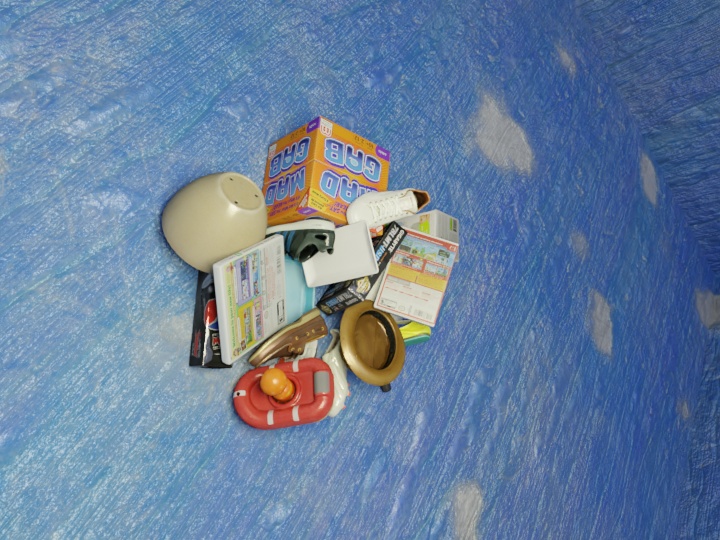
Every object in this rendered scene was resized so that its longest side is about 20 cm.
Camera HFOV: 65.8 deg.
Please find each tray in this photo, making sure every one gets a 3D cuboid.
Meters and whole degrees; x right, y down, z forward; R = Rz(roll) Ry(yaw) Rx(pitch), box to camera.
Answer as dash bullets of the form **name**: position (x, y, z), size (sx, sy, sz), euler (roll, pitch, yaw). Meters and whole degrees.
- **tray**: position (-0.046, -0.032, 1.155), size (0.022, 0.200, 0.108), euler (-16, 92, -51)

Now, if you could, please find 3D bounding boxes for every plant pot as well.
- **plant pot**: position (-0.257, -0.109, 1.061), size (0.200, 0.134, 0.201), euler (25, 43, -26)

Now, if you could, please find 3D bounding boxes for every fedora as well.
- **fedora**: position (0.011, 0.166, 1.244), size (0.200, 0.082, 0.201), euler (22, 53, -33)

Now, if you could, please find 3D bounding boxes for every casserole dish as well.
- **casserole dish**: position (-0.159, 0.054, 1.221), size (0.121, 0.039, 0.201), euler (13, 74, -39)

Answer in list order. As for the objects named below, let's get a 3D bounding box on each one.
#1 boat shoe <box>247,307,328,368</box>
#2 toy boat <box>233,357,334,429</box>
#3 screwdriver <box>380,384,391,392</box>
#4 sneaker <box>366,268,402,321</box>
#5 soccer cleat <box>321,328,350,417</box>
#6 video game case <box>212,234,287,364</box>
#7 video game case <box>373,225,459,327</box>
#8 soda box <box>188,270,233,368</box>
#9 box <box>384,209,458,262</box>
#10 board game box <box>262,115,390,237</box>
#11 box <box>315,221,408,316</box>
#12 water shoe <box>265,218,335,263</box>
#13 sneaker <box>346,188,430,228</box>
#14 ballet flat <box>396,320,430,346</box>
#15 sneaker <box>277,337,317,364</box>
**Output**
- **boat shoe**: position (-0.140, 0.146, 1.137), size (0.200, 0.072, 0.068), euler (-32, 86, -43)
- **toy boat**: position (-0.155, 0.229, 1.077), size (0.131, 0.199, 0.131), euler (62, 19, -55)
- **screwdriver**: position (0.038, 0.203, 1.371), size (0.029, 0.028, 0.201), euler (-14, 88, -12)
- **sneaker**: position (0.075, 0.051, 1.353), size (0.116, 0.074, 0.200), euler (-53, 142, -4)
- **soccer cleat**: position (-0.060, 0.228, 1.257), size (0.077, 0.069, 0.201), euler (30, 56, -27)
- **video game case**: position (-0.205, 0.051, 1.063), size (0.182, 0.022, 0.201), euler (-35, 133, -53)
- **video game case**: position (0.127, 0.012, 1.257), size (0.142, 0.017, 0.201), euler (18, 78, 4)
- **soda box**: position (-0.283, 0.089, 1.085), size (0.063, 0.071, 0.201), euler (11, 74, -37)
- **box**: position (0.136, -0.070, 1.391), size (0.101, 0.200, 0.113), euler (15, 73, -46)
- **board game box**: position (-0.080, -0.181, 1.229), size (0.200, 0.199, 0.201), euler (18, 71, -37)
- **box**: position (0.000, 0.000, 1.248), size (0.050, 0.200, 0.199), euler (38, 63, -11)
- **water shoe**: position (-0.141, -0.053, 1.151), size (0.071, 0.199, 0.079), euler (13, 70, -54)
- **sneaker**: position (0.062, -0.138, 1.154), size (0.200, 0.085, 0.073), euler (-22, 98, -36)
- **ballet flat**: position (0.069, 0.161, 1.338), size (0.067, 0.199, 0.067), euler (70, 3, -64)
- **sneaker**: position (-0.136, 0.236, 1.199), size (0.082, 0.077, 0.201), euler (58, 44, -52)
